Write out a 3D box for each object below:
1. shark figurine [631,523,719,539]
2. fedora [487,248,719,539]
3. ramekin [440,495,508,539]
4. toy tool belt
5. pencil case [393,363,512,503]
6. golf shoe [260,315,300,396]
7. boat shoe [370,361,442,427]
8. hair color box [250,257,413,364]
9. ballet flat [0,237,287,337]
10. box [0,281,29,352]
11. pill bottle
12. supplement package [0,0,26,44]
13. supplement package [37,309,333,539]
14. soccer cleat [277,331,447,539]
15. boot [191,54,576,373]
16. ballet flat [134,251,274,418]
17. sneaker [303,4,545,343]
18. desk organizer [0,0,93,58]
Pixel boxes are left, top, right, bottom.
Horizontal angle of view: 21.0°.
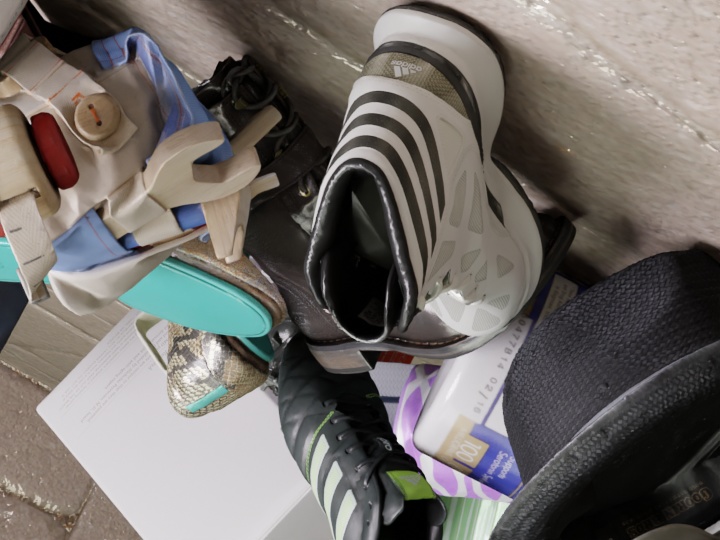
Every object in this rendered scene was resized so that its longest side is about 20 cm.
[{"bbox_3d":[0.150,0.197,0.947,0.128,0.215,0.090,10,-139,-45],"label":"shark figurine"},{"bbox_3d":[0.128,0.059,0.895,0.092,0.200,0.201,61,-175,29],"label":"fedora"},{"bbox_3d":[0.128,0.179,1.353,0.199,0.098,0.200,15,-178,-1],"label":"ramekin"},{"bbox_3d":[-0.095,-0.054,0.819,0.200,0.123,0.125,80,166,-86],"label":"toy tool belt"},{"bbox_3d":[0.118,0.104,1.146,0.199,0.084,0.086,8,146,20],"label":"pencil case"},{"bbox_3d":[0.000,0.000,1.099,0.078,0.095,0.200,36,142,-2],"label":"golf shoe"},{"bbox_3d":[0.073,0.091,1.250,0.199,0.072,0.071,10,171,3],"label":"boat shoe"},{"bbox_3d":[-0.046,0.015,1.263,0.111,0.064,0.200,22,168,27],"label":"hair color box"},{"bbox_3d":[-0.123,-0.022,0.954,0.199,0.067,0.068,13,149,14],"label":"ballet flat"},{"bbox_3d":[-0.254,-0.048,1.116,0.107,0.200,0.148,19,166,34],"label":"box"},{"bbox_3d":[0.139,0.084,1.022,0.199,0.120,0.120,27,168,1],"label":"pill bottle"},{"bbox_3d":[-0.177,-0.142,0.751,0.120,0.122,0.200,30,168,-12],"label":"supplement package"},{"bbox_3d":[-0.091,0.128,1.256,0.200,0.120,0.121,42,177,37],"label":"supplement package"},{"bbox_3d":[0.008,0.112,1.014,0.067,0.201,0.081,3,148,-32],"label":"soccer cleat"},{"bbox_3d":[-0.012,-0.035,0.953,0.200,0.069,0.174,-20,118,41],"label":"boot"},{"bbox_3d":[-0.094,0.006,1.061,0.068,0.075,0.200,42,-160,-32],"label":"ballet flat"},{"bbox_3d":[0.018,-0.007,0.816,0.075,0.116,0.201,17,151,23],"label":"sneaker"},{"bbox_3d":[-0.166,-0.100,1.002,0.072,0.077,0.200,22,167,17],"label":"desk organizer"}]
